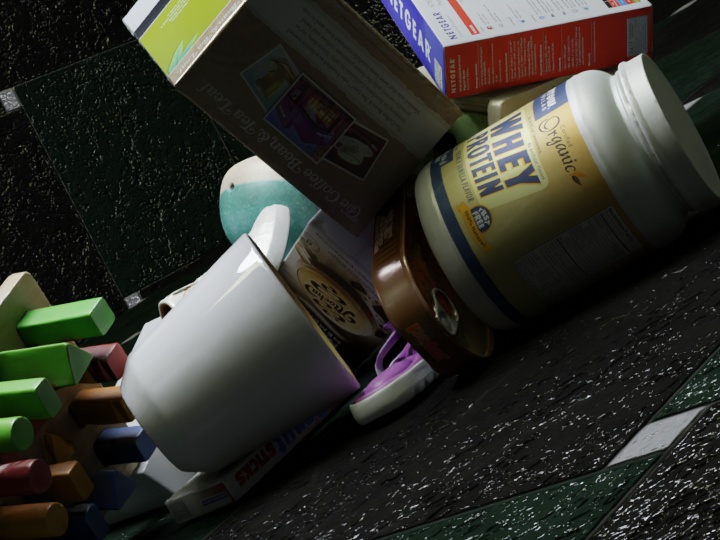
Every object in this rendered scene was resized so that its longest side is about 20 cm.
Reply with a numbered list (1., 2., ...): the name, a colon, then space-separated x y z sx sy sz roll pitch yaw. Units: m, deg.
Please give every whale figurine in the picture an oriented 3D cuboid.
1. whale figurine: -0.042 -0.044 1.899 0.199 0.105 0.159 16 -20 -33

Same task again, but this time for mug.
1. mug: -0.095 0.088 1.539 0.153 0.187 0.150 -38 42 -1

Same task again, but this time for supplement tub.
1. supplement tub: 0.156 -0.060 1.469 0.199 0.145 0.144 -30 6 18

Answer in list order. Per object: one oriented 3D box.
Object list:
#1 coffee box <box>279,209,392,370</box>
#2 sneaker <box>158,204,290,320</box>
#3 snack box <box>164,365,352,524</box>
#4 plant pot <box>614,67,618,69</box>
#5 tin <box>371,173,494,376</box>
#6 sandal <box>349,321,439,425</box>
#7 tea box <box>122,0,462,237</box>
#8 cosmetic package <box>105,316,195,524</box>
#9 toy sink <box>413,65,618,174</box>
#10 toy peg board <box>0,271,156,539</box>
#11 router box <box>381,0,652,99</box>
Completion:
1. coffee box: 0.000 0.000 1.679 0.080 0.113 0.200 -47 -2 -20
2. sneaker: -0.121 0.016 1.688 0.073 0.084 0.201 120 173 -60
3. snack box: -0.078 0.140 1.603 0.072 0.024 0.200 -26 9 38
4. plant pot: 0.193 -0.189 1.826 0.198 0.185 0.200 -10 7 1
5. tin: 0.055 0.003 1.500 0.042 0.112 0.201 -38 22 22
6. sandal: 0.040 0.059 1.541 0.082 0.050 0.203 -29 7 22
7. tea box: -0.057 -0.160 1.539 0.134 0.200 0.197 -48 29 5
8. cosmetic package: -0.175 0.122 1.749 0.150 0.052 0.201 -27 34 52
9. toy sink: 0.123 -0.096 1.615 0.112 0.132 0.199 -24 26 -39
10. toy peg board: -0.234 0.135 1.522 0.097 0.200 0.201 -8 34 33
11. router box: 0.124 -0.224 1.634 0.178 0.049 0.200 -12 34 -10
